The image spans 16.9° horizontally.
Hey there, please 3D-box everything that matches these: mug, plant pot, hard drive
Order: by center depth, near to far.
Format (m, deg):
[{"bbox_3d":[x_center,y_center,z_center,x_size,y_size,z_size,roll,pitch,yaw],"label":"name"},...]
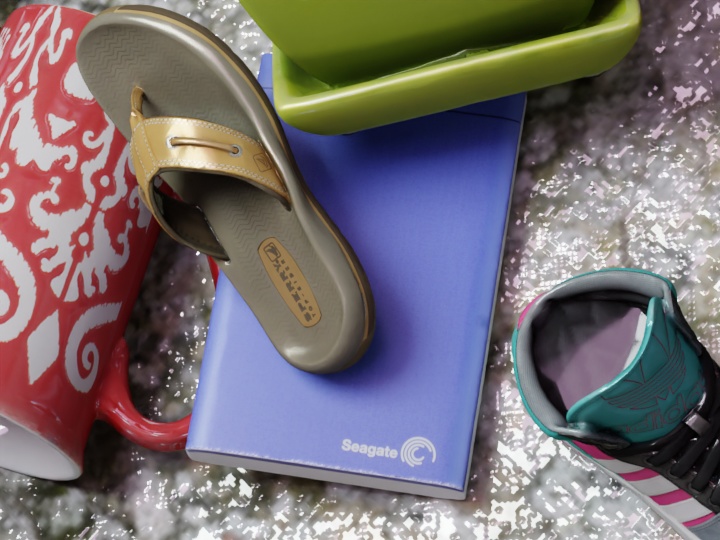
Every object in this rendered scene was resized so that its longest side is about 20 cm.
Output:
[{"bbox_3d":[0.026,-0.185,1.109,0.198,0.182,0.200,-14,33,7],"label":"plant pot"},{"bbox_3d":[0.000,0.000,1.148,0.131,0.025,0.201,8,72,7],"label":"hard drive"},{"bbox_3d":[-0.144,-0.007,1.188,0.133,0.177,0.201,-10,55,57],"label":"mug"}]

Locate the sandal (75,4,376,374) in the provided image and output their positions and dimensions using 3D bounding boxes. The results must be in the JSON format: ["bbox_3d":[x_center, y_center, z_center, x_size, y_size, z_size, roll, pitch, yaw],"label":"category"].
[{"bbox_3d":[-0.067,-0.036,1.097,0.080,0.054,0.201,-39,81,42],"label":"sandal"}]

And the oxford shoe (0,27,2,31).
[{"bbox_3d":[-0.269,-0.073,1.245,0.200,0.072,0.071,-47,16,18],"label":"oxford shoe"}]

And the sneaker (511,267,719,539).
[{"bbox_3d":[0.141,0.064,1.032,0.199,0.121,0.084,30,82,27],"label":"sneaker"}]
